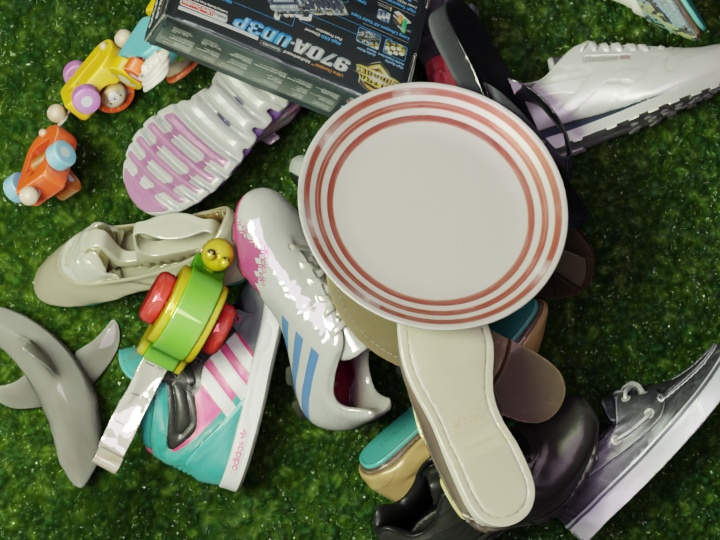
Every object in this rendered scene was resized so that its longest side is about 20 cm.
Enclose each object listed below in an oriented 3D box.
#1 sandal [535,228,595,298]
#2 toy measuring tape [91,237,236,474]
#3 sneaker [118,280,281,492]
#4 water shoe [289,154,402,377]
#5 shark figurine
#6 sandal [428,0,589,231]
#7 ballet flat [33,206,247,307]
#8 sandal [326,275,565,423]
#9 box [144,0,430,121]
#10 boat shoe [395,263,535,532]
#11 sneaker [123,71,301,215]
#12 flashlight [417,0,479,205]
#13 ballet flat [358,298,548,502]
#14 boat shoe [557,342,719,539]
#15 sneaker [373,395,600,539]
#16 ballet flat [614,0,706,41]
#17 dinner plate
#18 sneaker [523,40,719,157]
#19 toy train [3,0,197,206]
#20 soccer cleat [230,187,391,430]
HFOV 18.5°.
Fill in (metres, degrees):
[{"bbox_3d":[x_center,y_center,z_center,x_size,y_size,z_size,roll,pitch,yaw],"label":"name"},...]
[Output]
[{"bbox_3d":[0.093,-0.038,1.744,0.200,0.055,0.082,15,126,18],"label":"sandal"},{"bbox_3d":[-0.148,0.066,1.658,0.074,0.074,0.200,29,93,5],"label":"toy measuring tape"},{"bbox_3d":[-0.129,0.065,1.740,0.121,0.084,0.200,14,88,-5],"label":"sneaker"},{"bbox_3d":[0.000,0.000,1.719,0.079,0.072,0.200,-42,100,1],"label":"water shoe"},{"bbox_3d":[-0.280,0.063,1.745,0.214,0.090,0.128,31,87,3],"label":"shark figurine"},{"bbox_3d":[0.118,-0.120,1.675,0.043,0.076,0.200,-31,89,28],"label":"sandal"},{"bbox_3d":[-0.178,-0.016,1.729,0.200,0.069,0.070,-8,85,19],"label":"ballet flat"},{"bbox_3d":[0.057,0.045,1.673,0.212,0.070,0.078,34,90,-10],"label":"sandal"},{"bbox_3d":[-0.048,-0.209,1.674,0.200,0.046,0.159,21,60,-15],"label":"box"},{"bbox_3d":[0.069,0.095,1.607,0.072,0.060,0.200,-17,79,-17],"label":"boat shoe"},{"bbox_3d":[-0.100,-0.118,1.748,0.200,0.088,0.080,-45,77,9],"label":"sneaker"},{"bbox_3d":[0.060,-0.122,1.707,0.068,0.068,0.200,-1,61,3],"label":"flashlight"},{"bbox_3d":[0.085,0.106,1.740,0.200,0.069,0.063,-43,113,2],"label":"ballet flat"},{"bbox_3d":[0.218,0.119,1.721,0.068,0.072,0.200,43,97,4],"label":"boat shoe"},{"bbox_3d":[0.096,0.163,1.690,0.200,0.091,0.076,-42,40,9],"label":"sneaker"},{"bbox_3d":[0.202,-0.258,1.750,0.074,0.074,0.200,-26,79,1],"label":"ballet flat"},{"bbox_3d":[0.052,-0.045,1.610,0.200,0.024,0.200,4,67,-9],"label":"dinner plate"},{"bbox_3d":[0.204,-0.149,1.737,0.200,0.076,0.081,-18,80,2],"label":"sneaker"},{"bbox_3d":[-0.192,-0.125,1.724,0.056,0.150,0.200,37,128,-27],"label":"toy train"},{"bbox_3d":[-0.030,0.027,1.674,0.070,0.086,0.200,-33,109,-41],"label":"soccer cleat"}]
